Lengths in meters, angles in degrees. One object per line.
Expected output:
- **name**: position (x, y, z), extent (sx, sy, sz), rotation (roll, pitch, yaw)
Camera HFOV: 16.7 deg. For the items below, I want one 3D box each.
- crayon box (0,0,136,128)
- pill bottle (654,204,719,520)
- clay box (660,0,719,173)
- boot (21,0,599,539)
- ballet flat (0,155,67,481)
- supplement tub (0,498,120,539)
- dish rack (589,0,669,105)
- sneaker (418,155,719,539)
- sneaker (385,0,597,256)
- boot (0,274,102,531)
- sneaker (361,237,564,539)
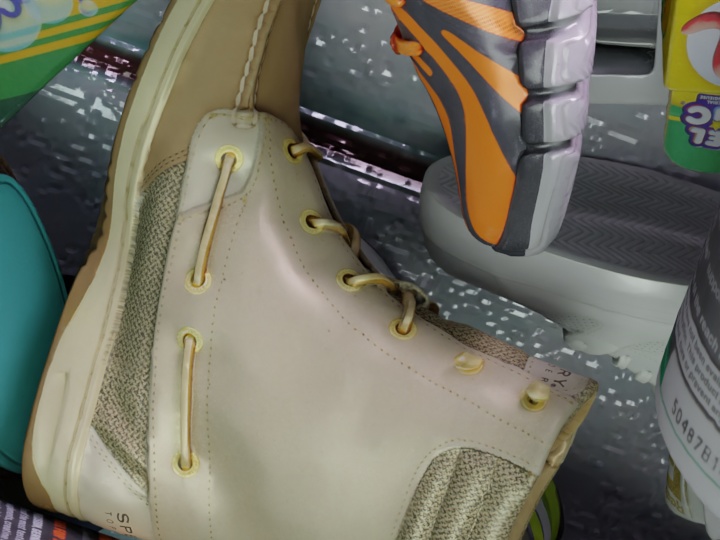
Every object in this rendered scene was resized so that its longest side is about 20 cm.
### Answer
- **crayon box**: position (-0.098, -0.135, 0.703), extent (0.126, 0.052, 0.200), rotation (39, 119, -21)
- **pill bottle**: position (0.152, -0.025, 0.610), extent (0.113, 0.113, 0.200), rotation (12, 127, -3)
- **clay box**: position (0.143, -0.116, 0.644), extent (0.115, 0.048, 0.200), rotation (4, 127, 1)
- **boot**: position (0.000, 0.000, 0.721), extent (0.155, 0.073, 0.200), rotation (20, 92, 14)
- **ballet flat**: position (-0.143, -0.024, 0.727), extent (0.072, 0.068, 0.200), rotation (11, 137, 32)
- **supplement tub**: position (-0.127, 0.117, 0.737), extent (0.200, 0.107, 0.107), rotation (20, 125, -10)
- **dish rack**: position (0.137, -0.127, 0.692), extent (0.200, 0.044, 0.172), rotation (2, 125, 4)
- **sneaker**: position (0.104, 0.035, 0.793), extent (0.200, 0.074, 0.116), rotation (14, 123, -6)
- **sneaker**: position (0.007, -0.099, 0.654), extent (0.112, 0.078, 0.200), rotation (0, 113, 5)
- **boot**: position (-0.172, 0.065, 0.827), extent (0.200, 0.075, 0.097), rotation (-8, 136, 1)
- **sneaker**: position (-0.002, 0.055, 0.812), extent (0.074, 0.081, 0.200), rotation (-34, 116, 25)
